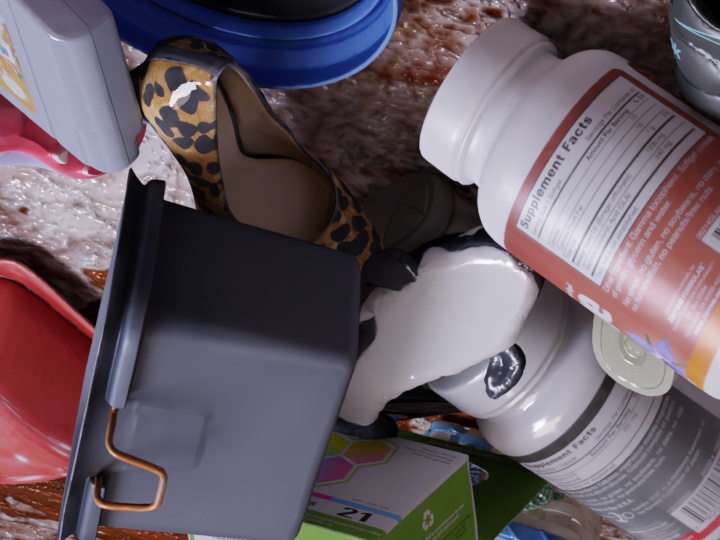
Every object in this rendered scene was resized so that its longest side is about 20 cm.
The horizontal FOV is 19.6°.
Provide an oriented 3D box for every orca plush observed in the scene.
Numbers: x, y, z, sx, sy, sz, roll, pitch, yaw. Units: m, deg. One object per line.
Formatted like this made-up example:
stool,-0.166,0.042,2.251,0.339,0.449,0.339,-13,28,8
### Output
orca plush,0.048,0.026,1.170,0.105,0.071,0.201,29,136,5

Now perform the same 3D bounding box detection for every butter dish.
butter dish,-0.272,0.098,1.498,0.199,0.149,0.200,-6,142,38

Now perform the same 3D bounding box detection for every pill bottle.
pill bottle,0.141,0.079,1.257,0.199,0.115,0.114,34,148,-24
pill bottle,0.131,-0.036,1.022,0.199,0.112,0.113,36,156,18

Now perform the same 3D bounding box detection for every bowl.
bowl,-0.071,-0.167,1.037,0.199,0.040,0.201,15,151,8

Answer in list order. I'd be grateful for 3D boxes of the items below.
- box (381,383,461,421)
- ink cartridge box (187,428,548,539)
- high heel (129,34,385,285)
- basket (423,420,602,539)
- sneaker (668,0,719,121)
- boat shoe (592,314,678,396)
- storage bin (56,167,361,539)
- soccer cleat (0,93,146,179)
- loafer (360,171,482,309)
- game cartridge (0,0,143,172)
box,-0.031,0.066,1.312,0.199,0.045,0.160,7,168,-37
ink cartridge box,0.009,0.127,1.264,0.147,0.200,0.076,11,122,34
high heel,-0.042,-0.050,1.107,0.199,0.072,0.142,34,163,-18
basket,0.079,0.210,1.424,0.175,0.201,0.140,7,150,17
sneaker,0.231,-0.101,0.937,0.198,0.076,0.079,4,146,24
boat shoe,0.173,-0.020,1.130,0.072,0.068,0.201,33,143,22
storage bin,-0.080,0.065,1.112,0.133,0.146,0.201,10,133,-7
soccer cleat,-0.202,-0.084,1.164,0.076,0.067,0.199,16,-163,35
loafer,0.000,0.000,1.257,0.063,0.073,0.199,28,148,-31
game cartridge,-0.194,-0.145,1.065,0.200,0.042,0.133,39,163,25
